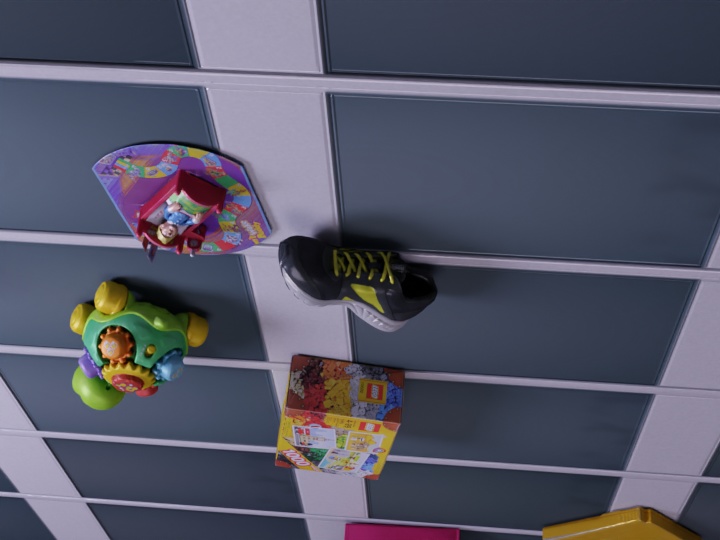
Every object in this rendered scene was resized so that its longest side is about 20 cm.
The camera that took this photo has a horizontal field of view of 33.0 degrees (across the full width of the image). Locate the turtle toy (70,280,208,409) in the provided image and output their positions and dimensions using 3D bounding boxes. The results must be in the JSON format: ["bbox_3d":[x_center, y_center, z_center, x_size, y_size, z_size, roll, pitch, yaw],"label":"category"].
[{"bbox_3d":[-0.281,0.101,1.456,0.145,0.102,0.199,23,145,-27],"label":"turtle toy"}]

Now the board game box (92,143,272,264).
[{"bbox_3d":[-0.181,-0.053,1.237,0.156,0.039,0.201,-1,149,11],"label":"board game box"}]

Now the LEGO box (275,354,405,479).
[{"bbox_3d":[-0.030,0.196,1.597,0.147,0.078,0.201,8,150,-3],"label":"LEGO box"}]

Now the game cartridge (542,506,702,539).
[{"bbox_3d":[0.426,0.437,1.975,0.199,0.033,0.176,-24,138,37],"label":"game cartridge"}]

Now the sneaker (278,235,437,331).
[{"bbox_3d":[0.000,0.000,1.280,0.199,0.075,0.084,21,141,-41],"label":"sneaker"}]

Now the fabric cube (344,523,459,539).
[{"bbox_3d":[0.070,0.558,2.074,0.197,0.202,0.197,1,149,5],"label":"fabric cube"}]
